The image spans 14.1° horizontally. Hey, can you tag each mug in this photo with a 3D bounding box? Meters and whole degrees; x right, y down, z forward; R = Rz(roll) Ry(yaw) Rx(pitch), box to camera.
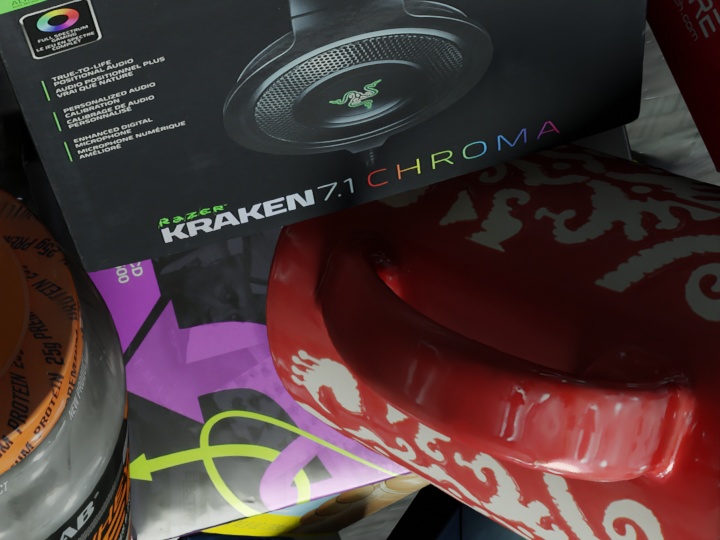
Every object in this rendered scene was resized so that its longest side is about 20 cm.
[{"bbox_3d":[0.067,0.016,0.851,0.134,0.199,0.178,-56,138,-12],"label":"mug"}]

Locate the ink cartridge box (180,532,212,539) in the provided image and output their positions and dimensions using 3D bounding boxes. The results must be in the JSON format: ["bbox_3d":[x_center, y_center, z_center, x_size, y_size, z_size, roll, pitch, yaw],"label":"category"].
[{"bbox_3d":[-0.134,0.114,1.269,0.159,0.048,0.200,-2,152,-31],"label":"ink cartridge box"}]

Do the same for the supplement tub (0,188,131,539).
[{"bbox_3d":[-0.131,0.057,0.890,0.122,0.123,0.200,-12,155,-9],"label":"supplement tub"}]

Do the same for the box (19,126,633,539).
[{"bbox_3d":[0.000,0.000,0.983,0.199,0.144,0.036,-16,-163,-2],"label":"box"}]

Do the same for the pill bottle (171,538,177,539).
[{"bbox_3d":[-0.169,0.067,1.051,0.199,0.109,0.109,-13,158,-8],"label":"pill bottle"}]

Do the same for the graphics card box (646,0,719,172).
[{"bbox_3d":[0.155,-0.077,0.908,0.051,0.126,0.199,-38,151,29],"label":"graphics card box"}]

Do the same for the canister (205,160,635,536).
[{"bbox_3d":[0.015,0.031,1.125,0.200,0.087,0.148,-31,155,36],"label":"canister"}]

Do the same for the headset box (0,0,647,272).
[{"bbox_3d":[-0.015,-0.098,0.768,0.173,0.093,0.200,-15,158,-3],"label":"headset box"}]

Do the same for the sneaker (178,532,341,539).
[{"bbox_3d":[-0.047,0.149,1.187,0.110,0.077,0.200,-8,-170,-11],"label":"sneaker"}]

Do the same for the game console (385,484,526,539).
[{"bbox_3d":[0.049,0.120,1.198,0.031,0.200,0.177,30,116,-14],"label":"game console"}]
